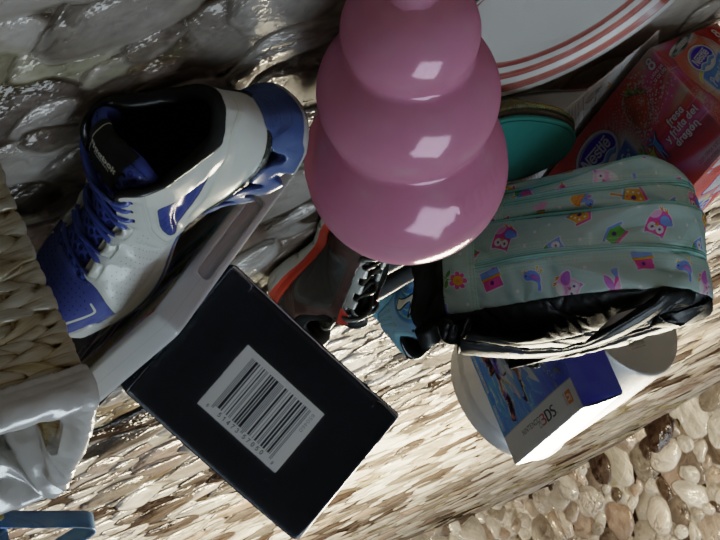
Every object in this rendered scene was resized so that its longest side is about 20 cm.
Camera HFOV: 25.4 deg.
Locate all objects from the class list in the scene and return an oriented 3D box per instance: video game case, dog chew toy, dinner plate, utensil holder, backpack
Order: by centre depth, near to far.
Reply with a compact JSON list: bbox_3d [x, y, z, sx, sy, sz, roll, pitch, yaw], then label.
[{"bbox_3d":[0.028,-0.094,0.920,0.123,0.125,0.201,-20,147,-15],"label":"dog chew toy"},{"bbox_3d":[0.127,-0.169,1.007,0.198,0.024,0.200,-24,165,-7],"label":"dinner plate"},{"bbox_3d":[-0.138,0.024,1.061,0.200,0.024,0.183,-38,-166,41],"label":"video game case"},{"bbox_3d":[0.150,-0.003,1.141,0.198,0.128,0.166,-13,170,30],"label":"backpack"},{"bbox_3d":[0.146,0.054,1.440,0.045,0.202,0.181,-16,163,-21],"label":"video game case"},{"bbox_3d":[0.224,0.089,1.756,0.169,0.171,0.200,-9,156,-45],"label":"utensil holder"}]

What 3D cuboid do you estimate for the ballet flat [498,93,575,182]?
[{"bbox_3d":[0.061,-0.090,1.090,0.199,0.071,0.071,-18,164,-33],"label":"ballet flat"}]

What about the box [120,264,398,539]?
[{"bbox_3d":[-0.080,0.082,1.095,0.107,0.148,0.200,-49,-169,-8],"label":"box"}]

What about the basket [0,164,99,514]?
[{"bbox_3d":[-0.272,0.064,0.899,0.198,0.162,0.198,-19,164,-23],"label":"basket"}]

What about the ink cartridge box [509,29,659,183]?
[{"bbox_3d":[0.139,-0.106,1.229,0.200,0.050,0.161,-42,165,-2],"label":"ink cartridge box"}]

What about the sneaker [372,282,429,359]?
[{"bbox_3d":[0.068,0.015,1.396,0.078,0.091,0.200,-18,160,-22],"label":"sneaker"}]

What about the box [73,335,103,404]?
[{"bbox_3d":[-0.286,0.100,1.222,0.199,0.044,0.160,-13,161,-38],"label":"box"}]

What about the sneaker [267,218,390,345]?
[{"bbox_3d":[0.000,0.000,1.259,0.076,0.083,0.200,-14,162,-34],"label":"sneaker"}]

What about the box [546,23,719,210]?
[{"bbox_3d":[0.224,-0.081,1.231,0.102,0.095,0.200,-24,158,-43],"label":"box"}]

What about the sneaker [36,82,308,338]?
[{"bbox_3d":[-0.135,-0.049,0.919,0.199,0.081,0.115,-38,157,20],"label":"sneaker"}]

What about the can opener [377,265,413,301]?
[{"bbox_3d":[-0.002,0.026,1.345,0.053,0.068,0.199,14,150,-36],"label":"can opener"}]

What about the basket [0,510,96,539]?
[{"bbox_3d":[-0.360,0.253,1.432,0.199,0.140,0.176,5,148,-43],"label":"basket"}]
